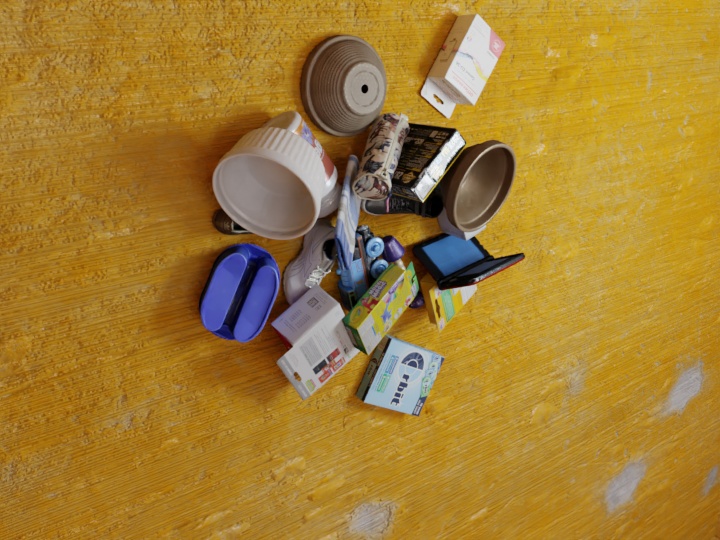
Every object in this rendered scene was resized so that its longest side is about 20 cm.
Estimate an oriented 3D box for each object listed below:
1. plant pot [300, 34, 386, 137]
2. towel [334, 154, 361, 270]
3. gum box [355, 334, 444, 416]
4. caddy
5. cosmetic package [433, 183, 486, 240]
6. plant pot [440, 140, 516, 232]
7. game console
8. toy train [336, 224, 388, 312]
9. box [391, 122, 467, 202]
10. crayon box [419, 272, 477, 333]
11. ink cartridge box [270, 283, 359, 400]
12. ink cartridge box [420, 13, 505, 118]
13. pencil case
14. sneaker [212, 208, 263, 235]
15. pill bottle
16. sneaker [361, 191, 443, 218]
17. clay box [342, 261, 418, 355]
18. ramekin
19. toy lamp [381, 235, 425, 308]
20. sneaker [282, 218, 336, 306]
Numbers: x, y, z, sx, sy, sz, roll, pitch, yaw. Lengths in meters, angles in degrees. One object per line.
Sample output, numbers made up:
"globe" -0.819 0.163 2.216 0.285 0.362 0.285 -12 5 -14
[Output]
"plant pot" -0.014 -0.369 1.272 0.199 0.092 0.203 -13 113 -31
"towel" -0.022 -0.118 1.296 0.147 0.024 0.202 79 19 -61
"gum box" 0.104 0.268 1.596 0.199 0.044 0.171 22 92 -36
"caddy" -0.241 0.047 1.255 0.140 0.105 0.202 23 93 -15
"cosmetic package" 0.220 -0.179 1.491 0.074 0.101 0.201 -32 120 -20
"plant pot" 0.237 -0.192 1.354 0.200 0.092 0.202 -28 136 -31
"game console" 0.256 -0.041 1.484 0.199 0.172 0.120 -23 95 -34
"toy train" 0.000 0.000 1.413 0.113 0.087 0.202 -22 117 -20
"box" 0.108 -0.235 1.333 0.049 0.199 0.160 41 81 -34
"crayon box" 0.213 0.045 1.555 0.200 0.051 0.127 -42 127 -40
"ink cartridge box" -0.108 0.159 1.353 0.175 0.084 0.201 -41 145 -16
"ink cartridge box" 0.231 -0.457 1.423 0.116 0.067 0.201 28 89 -37
"pencil case" 0.047 -0.236 1.289 0.078 0.089 0.201 40 50 -31
"sneaker" -0.190 -0.098 1.254 0.198 0.075 0.071 -12 112 -30
"pill bottle" -0.116 -0.205 1.246 0.112 0.112 0.200 -46 126 -12
"sneaker" 0.103 -0.155 1.420 0.198 0.099 0.072 -9 112 -30
"clay box" 0.050 0.075 1.376 0.200 0.047 0.115 -50 147 -22
"ramekin" -0.157 -0.164 1.139 0.201 0.199 0.106 52 40 -34
"toy lamp" 0.101 0.003 1.497 0.058 0.058 0.201 -41 123 -16
"sneaker" -0.102 -0.010 1.338 0.074 0.087 0.202 18 96 -38
